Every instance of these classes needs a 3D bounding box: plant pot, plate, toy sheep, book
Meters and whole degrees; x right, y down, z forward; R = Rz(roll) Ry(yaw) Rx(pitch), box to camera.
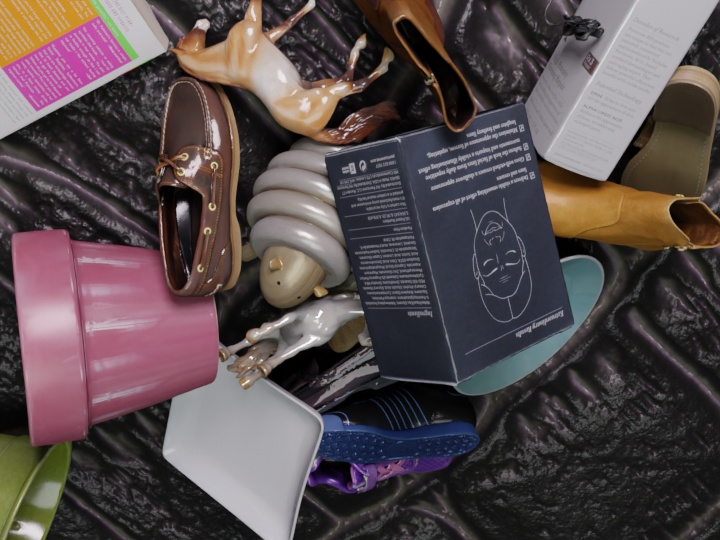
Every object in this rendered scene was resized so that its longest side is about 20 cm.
[{"bbox_3d":[-0.237,0.057,0.896,0.177,0.200,0.202,-5,124,-19],"label":"plant pot"},{"bbox_3d":[0.171,0.054,0.971,0.199,0.026,0.201,-26,146,-20],"label":"plate"},{"bbox_3d":[-0.040,-0.057,0.850,0.137,0.202,0.138,17,160,6],"label":"toy sheep"},{"bbox_3d":[-0.286,-0.205,0.803,0.199,0.048,0.134,-23,123,11],"label":"book"},{"bbox_3d":[-0.445,0.247,1.006,0.188,0.201,0.201,18,120,-2],"label":"plant pot"},{"bbox_3d":[-0.127,0.180,1.012,0.199,0.032,0.201,32,124,24],"label":"plate"}]

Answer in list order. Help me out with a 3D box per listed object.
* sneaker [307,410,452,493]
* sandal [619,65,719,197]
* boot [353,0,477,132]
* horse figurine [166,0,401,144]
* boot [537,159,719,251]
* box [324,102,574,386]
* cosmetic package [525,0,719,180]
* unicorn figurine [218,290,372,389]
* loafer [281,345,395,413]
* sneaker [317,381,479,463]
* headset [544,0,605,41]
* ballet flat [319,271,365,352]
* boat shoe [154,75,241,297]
[{"bbox_3d":[0.013,0.218,1.066,0.198,0.089,0.081,5,121,-9],"label":"sneaker"},{"bbox_3d":[0.304,-0.129,0.879,0.077,0.070,0.212,22,154,17],"label":"sandal"},{"bbox_3d":[0.014,-0.216,0.725,0.068,0.201,0.189,-27,121,12],"label":"boot"},{"bbox_3d":[-0.058,-0.177,0.807,0.200,0.050,0.133,42,92,0],"label":"horse figurine"},{"bbox_3d":[0.229,-0.062,0.859,0.200,0.144,0.072,13,88,-28],"label":"boot"},{"bbox_3d":[0.078,-0.024,0.788,0.148,0.107,0.202,-20,99,-35],"label":"box"},{"bbox_3d":[0.225,-0.192,0.816,0.073,0.102,0.201,16,119,-16],"label":"cosmetic package"},{"bbox_3d":[-0.051,0.060,0.882,0.137,0.199,0.074,-27,108,-31],"label":"unicorn figurine"},{"bbox_3d":[-0.026,0.108,1.013,0.198,0.072,0.063,-23,102,9],"label":"loafer"},{"bbox_3d":[0.033,0.164,1.029,0.198,0.078,0.070,3,138,-15],"label":"sneaker"},{"bbox_3d":[0.175,-0.293,0.752,0.122,0.094,0.202,-4,111,-1],"label":"headset"},{"bbox_3d":[0.000,0.000,0.932,0.072,0.068,0.201,4,129,-49],"label":"ballet flat"},{"bbox_3d":[-0.150,-0.076,0.831,0.070,0.070,0.202,-5,92,35],"label":"boat shoe"}]
